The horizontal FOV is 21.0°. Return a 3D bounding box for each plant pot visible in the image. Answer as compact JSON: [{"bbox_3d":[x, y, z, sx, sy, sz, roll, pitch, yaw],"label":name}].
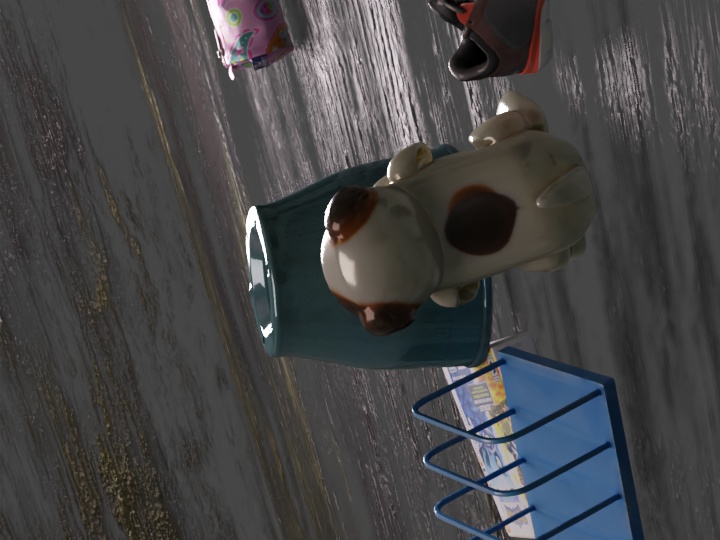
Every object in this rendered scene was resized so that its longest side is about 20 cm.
[{"bbox_3d":[0.000,0.000,1.718,0.200,0.187,0.202,172,90,-78],"label":"plant pot"}]

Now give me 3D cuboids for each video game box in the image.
[{"bbox_3d":[0.145,0.154,1.776,0.183,0.047,0.200,66,168,2],"label":"video game box"}]

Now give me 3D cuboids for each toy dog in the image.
[{"bbox_3d":[0.067,-0.026,1.444,0.194,0.199,0.140,-142,32,-68],"label":"toy dog"}]

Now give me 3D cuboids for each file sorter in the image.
[{"bbox_3d":[0.136,0.187,1.584,0.138,0.122,0.201,15,123,54],"label":"file sorter"}]

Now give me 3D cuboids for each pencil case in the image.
[{"bbox_3d":[-0.141,-0.318,2.153,0.087,0.087,0.201,179,72,-77],"label":"pencil case"}]

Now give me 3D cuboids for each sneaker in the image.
[{"bbox_3d":[0.088,-0.202,1.340,0.201,0.081,0.077,82,162,-47],"label":"sneaker"}]
